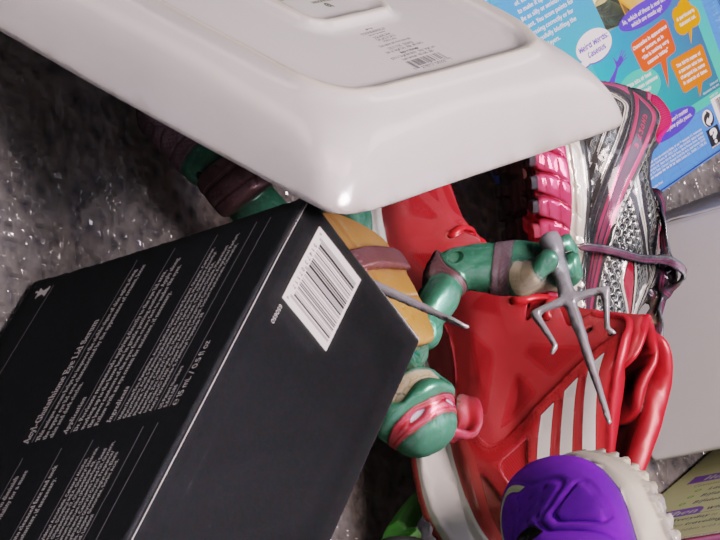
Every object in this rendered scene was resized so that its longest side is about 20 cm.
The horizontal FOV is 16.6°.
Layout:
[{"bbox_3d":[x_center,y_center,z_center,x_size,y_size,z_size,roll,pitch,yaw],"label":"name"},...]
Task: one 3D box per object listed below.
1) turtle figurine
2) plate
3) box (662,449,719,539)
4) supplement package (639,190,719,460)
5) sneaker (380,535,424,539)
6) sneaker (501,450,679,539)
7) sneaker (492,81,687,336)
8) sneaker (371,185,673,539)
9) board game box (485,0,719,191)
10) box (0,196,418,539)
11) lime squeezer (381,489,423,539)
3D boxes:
[{"bbox_3d":[0.000,0.000,0.949,0.150,0.101,0.200,-6,55,-51],"label":"turtle figurine"},{"bbox_3d":[-0.023,-0.093,0.931,0.199,0.200,0.032,-19,133,-52],"label":"plate"},{"bbox_3d":[0.244,0.127,1.184,0.200,0.176,0.097,-31,102,-52],"label":"box"},{"bbox_3d":[0.225,0.008,1.248,0.200,0.117,0.117,-19,93,-52],"label":"supplement package"},{"bbox_3d":[-0.011,0.159,0.757,0.070,0.100,0.200,30,41,-15],"label":"sneaker"},{"bbox_3d":[0.065,0.125,0.872,0.099,0.200,0.070,-3,114,-13],"label":"sneaker"},{"bbox_3d":[0.108,0.016,1.097,0.075,0.081,0.200,-5,97,-12],"label":"sneaker"},{"bbox_3d":[0.071,0.018,1.032,0.078,0.115,0.200,20,50,-56],"label":"sneaker"},{"bbox_3d":[0.101,-0.129,1.176,0.152,0.045,0.200,-32,104,-37],"label":"board game box"},{"bbox_3d":[-0.083,0.082,0.825,0.079,0.141,0.200,53,43,-28],"label":"box"},{"bbox_3d":[0.022,0.135,0.988,0.071,0.038,0.200,23,37,-22],"label":"lime squeezer"}]
